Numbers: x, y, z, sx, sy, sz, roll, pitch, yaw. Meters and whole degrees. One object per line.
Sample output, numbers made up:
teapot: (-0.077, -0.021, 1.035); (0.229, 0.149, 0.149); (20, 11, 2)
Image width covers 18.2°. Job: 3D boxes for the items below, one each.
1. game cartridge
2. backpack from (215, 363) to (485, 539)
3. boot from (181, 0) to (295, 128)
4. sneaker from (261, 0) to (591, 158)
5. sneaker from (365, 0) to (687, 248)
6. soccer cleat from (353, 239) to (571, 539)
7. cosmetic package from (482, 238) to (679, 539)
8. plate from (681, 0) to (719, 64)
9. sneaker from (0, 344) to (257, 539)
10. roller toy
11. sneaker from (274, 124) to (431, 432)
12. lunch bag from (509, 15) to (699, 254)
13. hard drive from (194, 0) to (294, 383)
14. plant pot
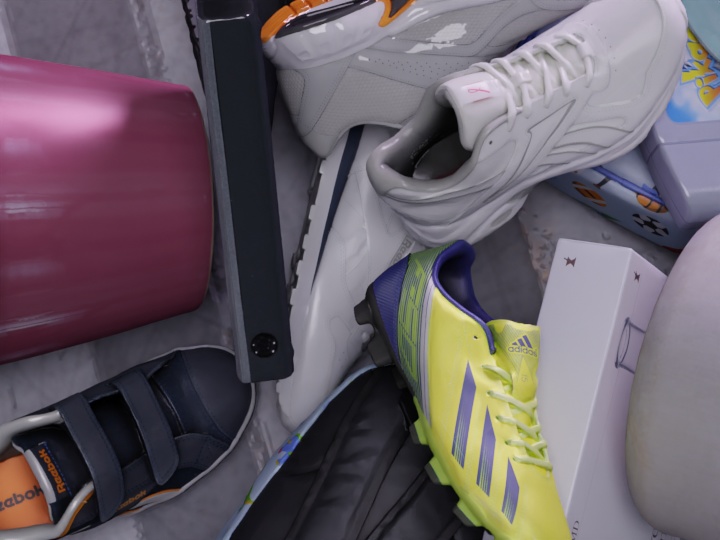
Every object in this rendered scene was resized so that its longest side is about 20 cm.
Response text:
game cartridge: (0.211, -0.124, 1.264); (0.132, 0.041, 0.201); (-6, 72, -5)
backpack: (0.009, 0.145, 1.240); (0.162, 0.154, 0.201); (27, 94, 12)
boot: (-0.003, -0.162, 1.320); (0.198, 0.066, 0.166); (-13, 73, -6)
sneaker: (0.046, -0.124, 1.267); (0.199, 0.076, 0.093); (-16, 111, -3)
sneaker: (0.088, -0.087, 1.209); (0.200, 0.099, 0.078); (-40, 63, 13)
soccer cleat: (0.066, 0.068, 1.159); (0.083, 0.065, 0.201); (-34, 57, 9)
cosmetic package: (0.135, 0.101, 1.234); (0.051, 0.151, 0.201); (8, 78, 35)
plate: (0.268, -0.182, 1.260); (0.198, 0.026, 0.202); (2, 70, -6)
sneaker: (-0.147, 0.104, 1.269); (0.199, 0.079, 0.079); (-30, 81, -7)
roller toy: (0.235, 0.069, 1.188); (0.139, 0.200, 0.183); (16, 62, 26)
sneaker: (0.000, 0.000, 1.294); (0.080, 0.076, 0.201); (16, 81, -7)
lunch bag: (0.178, -0.107, 1.312); (0.199, 0.076, 0.161); (30, 78, 3)
hard drive: (-0.063, -0.061, 1.196); (0.033, 0.140, 0.201); (-6, 114, -3)
plant pot: (-0.180, -0.036, 1.246); (0.178, 0.200, 0.202); (-3, 79, -17)
